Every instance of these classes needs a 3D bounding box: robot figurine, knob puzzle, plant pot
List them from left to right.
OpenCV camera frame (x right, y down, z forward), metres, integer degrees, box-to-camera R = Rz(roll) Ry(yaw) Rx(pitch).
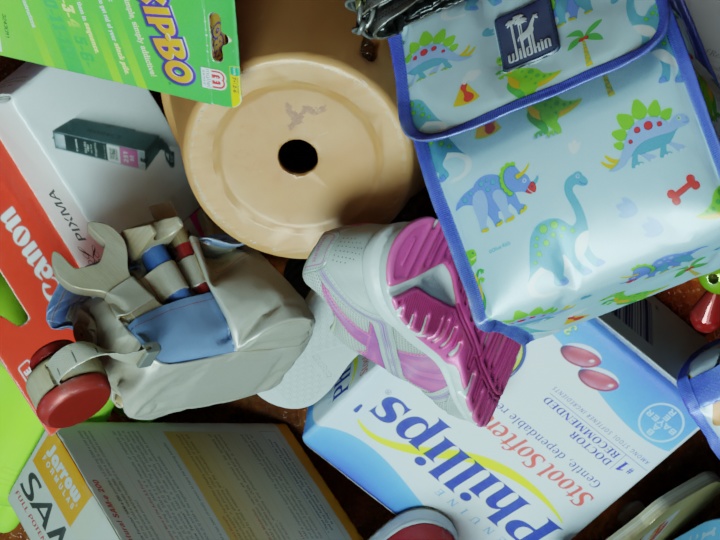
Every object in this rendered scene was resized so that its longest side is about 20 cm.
[{"bbox_3d":[-0.218,0.073,1.795,0.175,0.116,0.200,21,118,-14],"label":"robot figurine"},{"bbox_3d":[-0.032,-0.098,1.669,0.200,0.140,0.200,3,120,5],"label":"plant pot"},{"bbox_3d":[0.161,0.185,1.806,0.030,0.220,0.220,50,116,14],"label":"knob puzzle"}]

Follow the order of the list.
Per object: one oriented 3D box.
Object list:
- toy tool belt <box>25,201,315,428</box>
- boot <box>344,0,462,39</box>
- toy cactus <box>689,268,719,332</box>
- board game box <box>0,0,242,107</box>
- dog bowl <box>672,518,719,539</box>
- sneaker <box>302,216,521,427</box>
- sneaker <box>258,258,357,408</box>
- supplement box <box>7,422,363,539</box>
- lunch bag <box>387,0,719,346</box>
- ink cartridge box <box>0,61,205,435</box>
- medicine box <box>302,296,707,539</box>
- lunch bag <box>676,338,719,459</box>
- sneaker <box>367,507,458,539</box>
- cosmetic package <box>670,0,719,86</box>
[{"bbox_3d":[-0.133,0.023,1.656,0.200,0.123,0.125,-11,149,-38],"label":"toy tool belt"},{"bbox_3d":[-0.013,-0.213,1.585,0.200,0.174,0.069,-19,160,14],"label":"boot"},{"bbox_3d":[0.260,-0.063,1.625,0.102,0.200,0.165,31,140,33],"label":"toy cactus"},{"bbox_3d":[-0.156,-0.156,1.577,0.200,0.030,0.096,16,131,22],"label":"board game box"},{"bbox_3d":[0.249,0.207,1.806,0.111,0.050,0.200,13,161,-10],"label":"dog bowl"},{"bbox_3d":[0.033,0.024,1.633,0.088,0.081,0.200,13,155,33],"label":"sneaker"},{"bbox_3d":[0.000,0.000,1.733,0.071,0.099,0.200,30,136,-19],"label":"sneaker"},{"bbox_3d":[-0.111,0.166,1.779,0.200,0.126,0.074,4,129,-41],"label":"supplement box"},{"bbox_3d":[0.120,-0.081,1.554,0.170,0.127,0.200,-21,75,14],"label":"lunch bag"},{"bbox_3d":[-0.175,-0.027,1.704,0.044,0.174,0.200,-6,121,48],"label":"ink cartridge box"},{"bbox_3d":[0.095,0.077,1.776,0.182,0.103,0.200,38,115,-15],"label":"medicine box"},{"bbox_3d":[0.306,0.069,1.706,0.170,0.124,0.200,-28,149,19],"label":"lunch bag"},{"bbox_3d":[-0.009,0.248,1.739,0.071,0.113,0.200,36,105,-15],"label":"sneaker"},{"bbox_3d":[0.197,-0.118,1.657,0.074,0.102,0.200,15,119,-4],"label":"cosmetic package"}]
